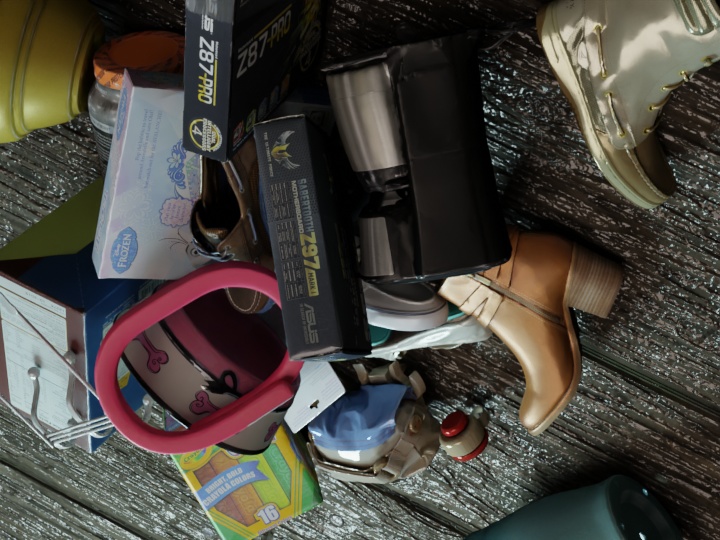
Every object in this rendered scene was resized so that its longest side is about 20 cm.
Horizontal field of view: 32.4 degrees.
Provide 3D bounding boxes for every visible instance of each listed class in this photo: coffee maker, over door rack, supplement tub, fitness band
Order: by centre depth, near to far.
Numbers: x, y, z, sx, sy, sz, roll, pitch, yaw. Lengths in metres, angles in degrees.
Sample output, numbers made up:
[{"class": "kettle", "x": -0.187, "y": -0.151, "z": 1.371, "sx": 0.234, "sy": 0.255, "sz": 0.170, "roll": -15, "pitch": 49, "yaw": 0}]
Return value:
[{"class": "coffee maker", "x": 0.072, "y": -0.098, "z": 1.058, "sx": 0.191, "sy": 0.135, "sz": 0.201, "roll": -7, "pitch": 101, "yaw": 30}, {"class": "fitness band", "x": -0.139, "y": 0.077, "z": 1.107, "sx": 0.199, "sy": 0.037, "sz": 0.144, "roll": -31, "pitch": 104, "yaw": 1}, {"class": "over door rack", "x": -0.311, "y": 0.092, "z": 1.194, "sx": 0.147, "sy": 0.067, "sz": 0.200, "roll": -21, "pitch": 129, "yaw": 41}, {"class": "supplement tub", "x": -0.200, "y": -0.125, "z": 1.227, "sx": 0.122, "sy": 0.123, "sz": 0.201, "roll": 11, "pitch": 129, "yaw": 21}]

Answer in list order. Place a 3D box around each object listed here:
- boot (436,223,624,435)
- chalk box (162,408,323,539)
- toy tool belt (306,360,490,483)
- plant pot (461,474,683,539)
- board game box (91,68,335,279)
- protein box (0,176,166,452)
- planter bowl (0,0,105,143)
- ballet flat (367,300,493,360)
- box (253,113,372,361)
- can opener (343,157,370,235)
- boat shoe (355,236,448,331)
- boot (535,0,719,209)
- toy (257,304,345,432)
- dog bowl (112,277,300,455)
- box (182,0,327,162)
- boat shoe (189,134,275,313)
[{"class": "boot", "x": 0.144, "y": 0.050, "z": 1.184, "sx": 0.154, "sy": 0.074, "sz": 0.201, "roll": 19, "pitch": 110, "yaw": 0}, {"class": "chalk box", "x": -0.143, "y": 0.183, "z": 1.392, "sx": 0.124, "sy": 0.124, "sz": 0.201, "roll": -27, "pitch": 115, "yaw": 1}, {"class": "toy tool belt", "x": 0.025, "y": 0.155, "z": 1.315, "sx": 0.199, "sy": 0.125, "sz": 0.123, "roll": -14, "pitch": 122, "yaw": 38}, {"class": "plant pot", "x": 0.231, "y": 0.314, "z": 1.289, "sx": 0.200, "sy": 0.200, "sz": 0.188, "roll": 44, "pitch": 117, "yaw": -8}, {"class": "board game box", "x": -0.140, "y": -0.083, "z": 1.175, "sx": 0.198, "sy": 0.043, "sz": 0.201, "roll": 2, "pitch": 122, "yaw": -27}, {"class": "protein box", "x": -0.282, "y": 0.044, "z": 1.338, "sx": 0.134, "sy": 0.199, "sz": 0.201, "roll": 24, "pitch": 132, "yaw": 19}, {"class": "planter bowl", "x": -0.296, "y": -0.204, "z": 1.186, "sx": 0.083, "sy": 0.201, "sz": 0.201, "roll": 15, "pitch": 131, "yaw": -2}, {"class": "ballet flat", "x": 0.049, "y": 0.063, "z": 1.279, "sx": 0.199, "sy": 0.070, "sz": 0.070, "roll": -11, "pitch": 118, "yaw": 33}, {"class": "box", "x": -0.038, "y": -0.022, "z": 1.077, "sx": 0.051, "sy": 0.158, "sz": 0.201, "roll": -11, "pitch": 83, "yaw": 10}, {"class": "can opener", "x": -0.016, "y": -0.051, "z": 1.190, "sx": 0.200, "sy": 0.063, "sz": 0.079, "roll": -35, "pitch": 63, "yaw": 13}, {"class": "boat shoe", "x": 0.000, "y": 0.000, "z": 1.232, "sx": 0.199, "sy": 0.074, "sz": 0.066, "roll": 20, "pitch": 125, "yaw": 28}, {"class": "boot", "x": 0.250, "y": -0.152, "z": 1.002, "sx": 0.154, "sy": 0.072, "sz": 0.201, "roll": -19, "pitch": 113, "yaw": 34}, {"class": "toy", "x": -0.082, "y": 0.058, "z": 1.319, "sx": 0.201, "sy": 0.047, "sz": 0.115, "roll": 57, "pitch": 139, "yaw": 9}, {"class": "dog bowl", "x": -0.143, "y": 0.084, "z": 1.226, "sx": 0.200, "sy": 0.200, "sz": 0.074, "roll": 42, "pitch": 103, "yaw": -5}, {"class": "box", "x": -0.084, "y": -0.209, "z": 1.050, "sx": 0.049, "sy": 0.200, "sz": 0.162, "roll": 18, "pitch": 129, "yaw": 14}, {"class": "boat shoe", "x": -0.119, "y": -0.043, "z": 1.127, "sx": 0.072, "sy": 0.072, "sz": 0.201, "roll": 18, "pitch": 124, "yaw": 36}]
